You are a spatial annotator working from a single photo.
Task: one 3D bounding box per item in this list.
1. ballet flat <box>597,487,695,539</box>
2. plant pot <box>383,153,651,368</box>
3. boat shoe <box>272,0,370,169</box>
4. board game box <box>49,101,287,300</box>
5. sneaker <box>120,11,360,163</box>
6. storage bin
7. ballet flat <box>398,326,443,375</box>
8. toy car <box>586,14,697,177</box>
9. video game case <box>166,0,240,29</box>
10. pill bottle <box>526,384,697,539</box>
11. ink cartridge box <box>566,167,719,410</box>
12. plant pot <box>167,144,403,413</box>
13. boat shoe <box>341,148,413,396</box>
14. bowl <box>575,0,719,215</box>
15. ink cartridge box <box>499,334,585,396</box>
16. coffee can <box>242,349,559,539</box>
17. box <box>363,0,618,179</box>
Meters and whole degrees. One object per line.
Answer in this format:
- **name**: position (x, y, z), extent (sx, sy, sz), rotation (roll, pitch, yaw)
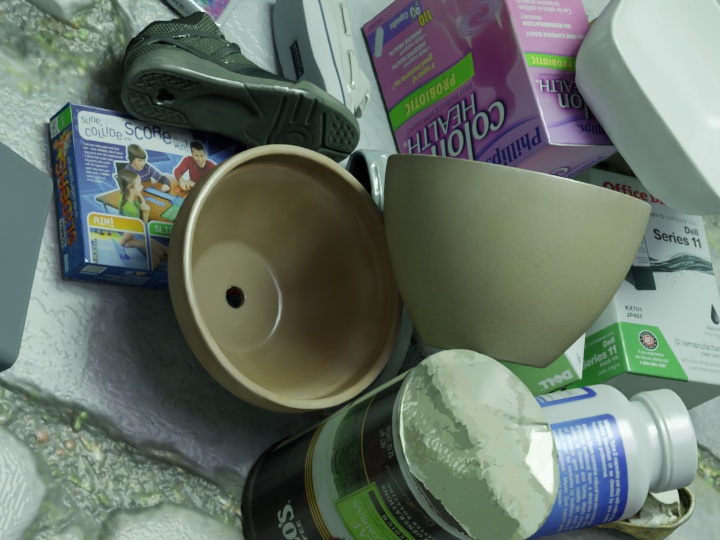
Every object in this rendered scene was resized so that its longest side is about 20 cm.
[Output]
- **ballet flat**: position (0.204, 0.186, 1.693), extent (0.200, 0.071, 0.071), rotation (16, 59, -32)
- **plant pot**: position (0.104, -0.001, 1.488), extent (0.200, 0.200, 0.135), rotation (13, 88, -34)
- **boat shoe**: position (-0.025, -0.152, 1.685), extent (0.066, 0.072, 0.200), rotation (6, 56, -32)
- **board game box**: position (-0.142, -0.050, 1.556), extent (0.200, 0.034, 0.135), rotation (9, 63, -37)
- **sneaker**: position (-0.095, -0.149, 1.587), extent (0.199, 0.076, 0.114), rotation (14, 35, -18)
- **storage bin**: position (-0.289, -0.020, 1.362), extent (0.134, 0.146, 0.200), rotation (31, 51, -36)
- **ballet flat**: position (0.050, 0.018, 1.654), extent (0.072, 0.072, 0.200), rotation (-5, 71, -40)
- **toy car**: position (0.260, -0.186, 1.881), extent (0.158, 0.164, 0.200), rotation (15, 47, -33)
- **video game case**: position (-0.151, -0.319, 1.698), extent (0.182, 0.024, 0.200), rotation (42, 47, -15)
- **pill bottle**: position (0.162, 0.153, 1.597), extent (0.200, 0.112, 0.112), rotation (-9, 72, -15)
- **ink cartridge box**: position (0.247, 0.019, 1.802), extent (0.147, 0.083, 0.200), rotation (9, 62, -36)
- **plant pot**: position (-0.072, 0.012, 1.498), extent (0.201, 0.093, 0.201), rotation (11, 72, -37)
- **boat shoe**: position (0.001, -0.001, 1.600), extent (0.071, 0.070, 0.201), rotation (15, 78, -36)
- **bowl**: position (0.261, -0.148, 1.672), extent (0.200, 0.075, 0.200), rotation (52, 39, -11)
- **ink cartridge box**: position (0.142, 0.041, 1.670), extent (0.200, 0.059, 0.104), rotation (58, 21, -19)
- **coffee can**: position (0.027, 0.159, 1.471), extent (0.146, 0.200, 0.146), rotation (18, 57, -31)
- **box**: position (0.112, -0.162, 1.723), extent (0.097, 0.176, 0.200), rotation (-3, 70, -40)
